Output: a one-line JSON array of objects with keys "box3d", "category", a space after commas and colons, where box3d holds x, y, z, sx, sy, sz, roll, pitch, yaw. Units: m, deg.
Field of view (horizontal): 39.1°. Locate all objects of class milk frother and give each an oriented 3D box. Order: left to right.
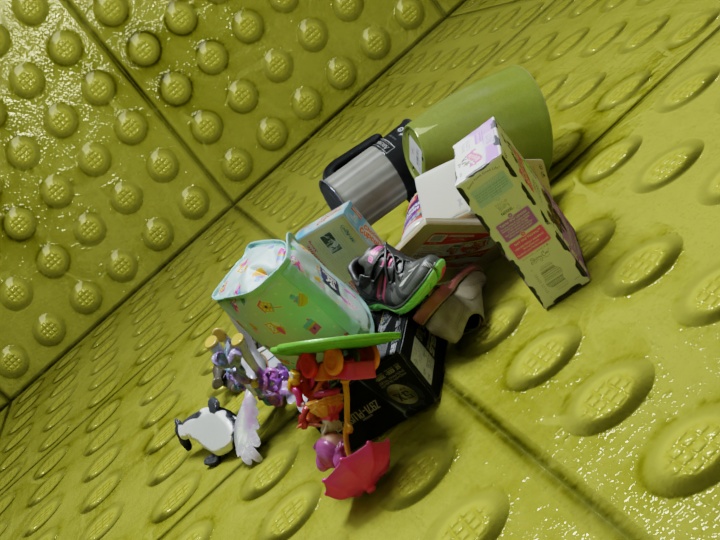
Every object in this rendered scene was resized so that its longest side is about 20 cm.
[{"box3d": [0.047, -0.126, 1.747, 0.187, 0.202, 0.180, -35, 18, -10], "category": "milk frother"}]

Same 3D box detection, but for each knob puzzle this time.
[{"box3d": [0.117, -0.030, 1.450, 0.216, 0.031, 0.220, -13, -23, -5], "category": "knob puzzle"}]

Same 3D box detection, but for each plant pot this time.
[{"box3d": [0.173, -0.208, 1.602, 0.197, 0.191, 0.187, -16, 11, -15], "category": "plant pot"}]

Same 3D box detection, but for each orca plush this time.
[{"box3d": [-0.230, 0.268, 1.658, 0.199, 0.070, 0.107, -31, 61, 48], "category": "orca plush"}]

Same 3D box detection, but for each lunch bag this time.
[{"box3d": [-0.083, 0.044, 1.362, 0.123, 0.170, 0.199, -55, 20, -22], "category": "lunch bag"}]

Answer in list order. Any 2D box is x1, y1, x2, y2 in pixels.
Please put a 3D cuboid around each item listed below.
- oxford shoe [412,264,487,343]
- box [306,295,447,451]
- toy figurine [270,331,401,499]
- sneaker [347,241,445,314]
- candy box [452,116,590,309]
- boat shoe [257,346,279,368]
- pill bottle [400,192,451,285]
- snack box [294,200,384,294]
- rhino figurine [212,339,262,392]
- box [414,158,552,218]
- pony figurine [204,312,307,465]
[{"box3d": [0.136, 0.051, 1.366, 0.071, 0.075, 0.199, -53, -11, 31], "category": "oxford shoe"}, {"box3d": [0.026, 0.127, 1.359, 0.163, 0.086, 0.201, -33, 17, 22], "category": "box"}, {"box3d": [-0.031, 0.176, 1.203, 0.148, 0.188, 0.199, -2, -7, -37], "category": "toy figurine"}, {"box3d": [0.039, 0.006, 1.337, 0.077, 0.084, 0.199, -48, 17, -26], "category": "sneaker"}, {"box3d": [0.202, -0.078, 1.295, 0.071, 0.201, 0.168, -34, 17, 18], "category": "candy box"}, {"box3d": [-0.101, 0.104, 1.685, 0.201, 0.074, 0.087, -37, 59, 30], "category": "boat shoe"}, {"box3d": [0.124, -0.069, 1.610, 0.111, 0.112, 0.201, -33, 17, 20], "category": "pill bottle"}, {"box3d": [0.000, 0.000, 1.545, 0.115, 0.201, 0.037, -26, 22, 37], "category": "snack box"}, {"box3d": [-0.192, 0.145, 1.854, 0.199, 0.060, 0.087, -40, 18, -5], "category": "rhino figurine"}, {"box3d": [0.182, -0.111, 1.470, 0.198, 0.079, 0.094, -5, -12, -45], "category": "box"}, {"box3d": [-0.153, 0.166, 1.542, 0.165, 0.201, 0.194, -31, 32, 4], "category": "pony figurine"}]
